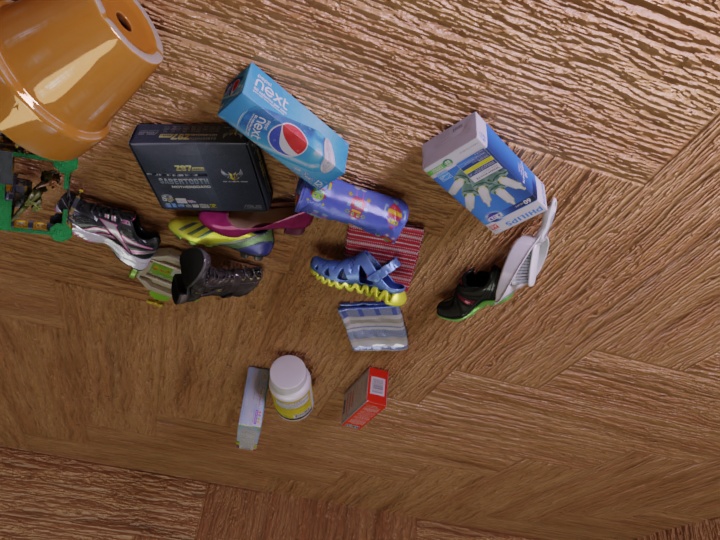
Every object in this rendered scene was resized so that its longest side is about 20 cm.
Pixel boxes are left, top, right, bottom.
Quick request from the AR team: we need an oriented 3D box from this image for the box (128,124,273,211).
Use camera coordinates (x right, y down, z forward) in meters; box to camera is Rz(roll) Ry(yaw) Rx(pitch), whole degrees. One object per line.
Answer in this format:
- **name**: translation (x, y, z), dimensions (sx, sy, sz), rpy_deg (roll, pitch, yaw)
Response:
- **box**: translation (-0.257, -0.168, 0.995), dimensions (0.198, 0.051, 0.158), rpy_deg (2, 144, 7)

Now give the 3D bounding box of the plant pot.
- **plant pot**: translation (-0.362, -0.272, 0.761), dimensions (0.182, 0.201, 0.200), rpy_deg (-27, 136, 16)

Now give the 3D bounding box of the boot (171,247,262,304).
- **boot**: translation (-0.276, 0.008, 1.203), dimensions (0.173, 0.070, 0.200), rpy_deg (-5, 158, -33)

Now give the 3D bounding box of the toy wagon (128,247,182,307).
- **toy wagon**: translation (-0.415, 0.019, 1.293), dimensions (0.154, 0.040, 0.200), rpy_deg (24, 142, -23)

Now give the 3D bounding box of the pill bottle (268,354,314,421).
- **pill bottle**: translation (-0.185, 0.315, 1.610), dimensions (0.113, 0.115, 0.201), rpy_deg (4, 144, 3)

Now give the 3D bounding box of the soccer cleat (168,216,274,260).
- **soccer cleat**: translation (-0.258, -0.080, 1.127), dimensions (0.198, 0.065, 0.084), rpy_deg (14, 115, -4)

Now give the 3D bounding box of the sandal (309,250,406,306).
- **sandal**: translation (0.000, 0.000, 1.154), dimensions (0.198, 0.080, 0.088), rpy_deg (14, 106, 5)

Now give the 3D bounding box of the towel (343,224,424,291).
- **towel**: translation (0.040, -0.030, 1.171), dimensions (0.143, 0.023, 0.201), rpy_deg (9, 143, -1)

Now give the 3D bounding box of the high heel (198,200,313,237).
- **high heel**: translation (-0.182, -0.104, 1.058), dimensions (0.198, 0.068, 0.096), rpy_deg (0, 157, -18)

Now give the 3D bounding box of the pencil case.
- **pencil case**: translation (-0.017, -0.109, 1.020), dimensions (0.198, 0.079, 0.087), rpy_deg (17, -178, -17)

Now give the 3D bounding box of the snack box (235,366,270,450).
- **snack box**: translation (-0.303, 0.392, 1.689), dimensions (0.067, 0.170, 0.201), rpy_deg (9, 146, -6)

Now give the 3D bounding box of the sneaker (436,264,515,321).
- **sneaker**: translation (0.225, 0.040, 1.214), dimensions (0.084, 0.077, 0.200), rpy_deg (47, 135, -11)

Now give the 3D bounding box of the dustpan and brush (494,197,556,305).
- **dustpan and brush**: translation (0.306, -0.038, 1.066), dimensions (0.057, 0.139, 0.202), rpy_deg (22, 122, 36)

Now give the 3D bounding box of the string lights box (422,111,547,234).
- **string lights box**: translation (0.198, -0.147, 0.947), dimensions (0.102, 0.059, 0.199), rpy_deg (-27, 134, 36)

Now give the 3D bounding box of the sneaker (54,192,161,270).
- **sneaker**: translation (-0.466, -0.091, 1.132), dimensions (0.086, 0.081, 0.200), rpy_deg (-41, 125, 18)

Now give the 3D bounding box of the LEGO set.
- **LEGO set**: translation (-0.550, -0.155, 1.016), dimensions (0.152, 0.116, 0.201), rpy_deg (-3, 126, -23)

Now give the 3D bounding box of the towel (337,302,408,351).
- **towel**: translation (0.032, 0.135, 1.403), dimensions (0.145, 0.024, 0.201), rpy_deg (-2, 144, 10)

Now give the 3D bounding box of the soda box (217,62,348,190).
- **soda box**: translation (-0.110, -0.210, 0.898), dimensions (0.064, 0.068, 0.199), rpy_deg (-26, 134, 38)

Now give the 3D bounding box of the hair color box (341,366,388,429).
- **hair color box**: translation (0.010, 0.353, 1.647), dimensions (0.061, 0.102, 0.200), rpy_deg (17, 145, -15)
